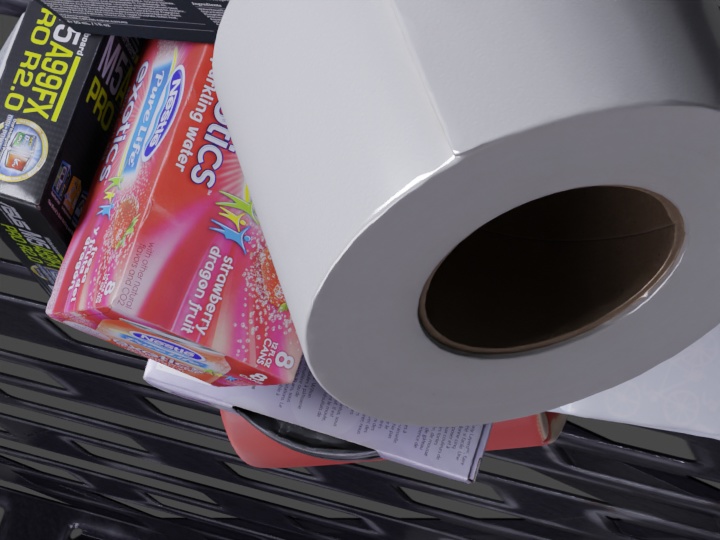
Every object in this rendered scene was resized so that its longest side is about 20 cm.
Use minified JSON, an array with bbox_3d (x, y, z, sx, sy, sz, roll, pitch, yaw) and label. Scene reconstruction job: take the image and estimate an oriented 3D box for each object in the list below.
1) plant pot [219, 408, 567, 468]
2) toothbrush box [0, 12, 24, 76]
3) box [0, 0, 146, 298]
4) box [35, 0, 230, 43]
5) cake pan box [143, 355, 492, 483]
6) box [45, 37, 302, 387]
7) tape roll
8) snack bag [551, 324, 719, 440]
[{"bbox_3d":[0.029,0.024,1.308,0.177,0.201,0.200,4,162,16],"label":"plant pot"},{"bbox_3d":[-0.169,-0.067,1.389,0.146,0.086,0.200,22,165,-12],"label":"toothbrush box"},{"bbox_3d":[-0.132,-0.077,1.165,0.044,0.161,0.200,17,165,11],"label":"box"},{"bbox_3d":[-0.077,-0.158,0.967,0.199,0.079,0.141,8,166,34],"label":"box"},{"bbox_3d":[0.000,0.000,1.202,0.184,0.201,0.052,15,173,8],"label":"cake pan box"},{"bbox_3d":[-0.059,-0.054,1.080,0.099,0.201,0.095,25,166,-23],"label":"box"},{"bbox_3d":[0.054,-0.051,0.899,0.202,0.139,0.203,-13,146,-9],"label":"tape roll"},{"bbox_3d":[0.116,-0.009,1.079,0.199,0.189,0.021,9,-152,-7],"label":"snack bag"}]
